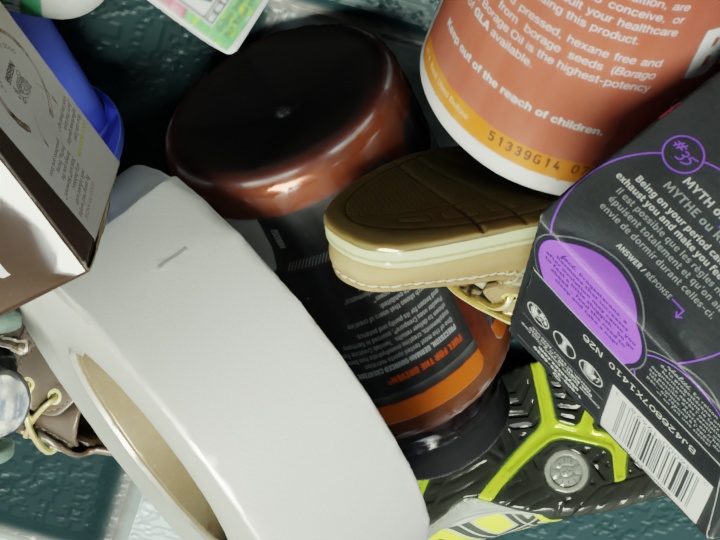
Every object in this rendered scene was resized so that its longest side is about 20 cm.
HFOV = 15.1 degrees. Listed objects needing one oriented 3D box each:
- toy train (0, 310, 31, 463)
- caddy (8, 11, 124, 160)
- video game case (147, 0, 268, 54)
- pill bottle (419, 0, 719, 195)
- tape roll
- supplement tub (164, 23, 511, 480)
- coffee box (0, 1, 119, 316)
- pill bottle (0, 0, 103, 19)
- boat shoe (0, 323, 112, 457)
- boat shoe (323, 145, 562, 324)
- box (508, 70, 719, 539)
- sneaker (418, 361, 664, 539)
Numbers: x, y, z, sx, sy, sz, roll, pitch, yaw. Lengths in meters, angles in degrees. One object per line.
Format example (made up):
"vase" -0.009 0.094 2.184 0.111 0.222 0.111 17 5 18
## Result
"toy train" -0.228 0.039 1.172 0.114 0.200 0.085 -5 106 -38
"caddy" -0.198 -0.043 1.120 0.200 0.141 0.105 -12 127 19
"video game case" -0.052 -0.200 0.924 0.182 0.022 0.200 34 88 -42
"pill bottle" 0.103 -0.132 1.019 0.112 0.112 0.200 16 133 -8
"tape roll" -0.061 0.054 1.122 0.071 0.202 0.203 -37 129 -13
"supplement tub" 0.000 0.000 1.158 0.107 0.107 0.200 -12 129 18
"coffee box" -0.190 -0.070 0.969 0.113 0.080 0.200 -26 116 20
"pill bottle" -0.144 -0.157 1.026 0.200 0.113 0.113 11 133 -4
"boat shoe" -0.125 0.055 1.256 0.200 0.060 0.072 9 134 -2
"boat shoe" 0.069 -0.013 1.093 0.200 0.074 0.066 -13 123 -36
"box" 0.171 -0.015 1.024 0.122 0.200 0.106 48 162 16
"sneaker" 0.064 0.088 1.270 0.200 0.075 0.076 -9 168 5
